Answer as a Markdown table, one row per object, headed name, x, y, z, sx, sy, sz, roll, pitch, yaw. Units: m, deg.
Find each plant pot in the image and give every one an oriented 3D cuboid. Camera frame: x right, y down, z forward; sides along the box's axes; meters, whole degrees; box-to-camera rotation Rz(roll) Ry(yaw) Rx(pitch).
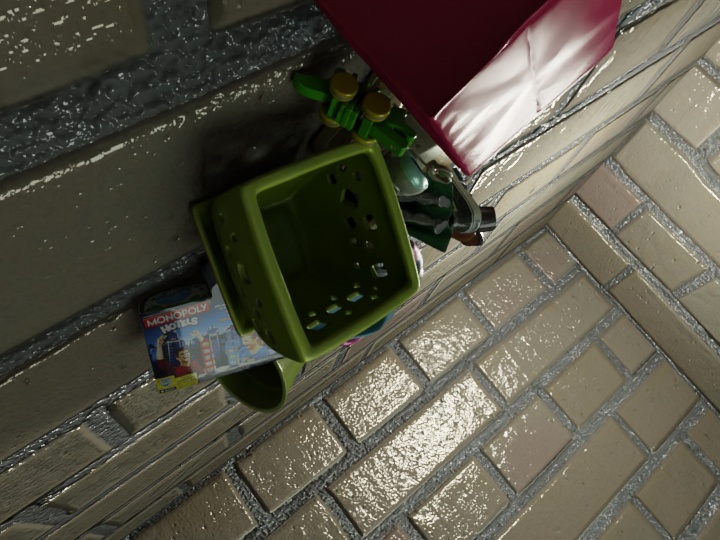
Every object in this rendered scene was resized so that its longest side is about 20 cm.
| name | x | y | z | sx | sy | sz | roll | pitch | yaw |
| --- | --- | --- | --- | --- | --- | --- | --- | --- | --- |
| plant pot | -0.075 | -0.027 | 0.673 | 0.199 | 0.201 | 0.181 | -29 | -162 | -38 |
| plant pot | -0.161 | 0.128 | 1.054 | 0.190 | 0.200 | 0.200 | -41 | 172 | -46 |

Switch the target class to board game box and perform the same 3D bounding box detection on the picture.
| name | x | y | z | sx | sy | sz | roll | pitch | yaw |
| --- | --- | --- | --- | --- | --- | --- | --- | --- | --- |
| board game box | -0.213 | 0.061 | 0.815 | 0.198 | 0.062 | 0.202 | -13 | 126 | -22 |

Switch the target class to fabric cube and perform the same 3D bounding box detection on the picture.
| name | x | y | z | sx | sy | sz | roll | pitch | yaw |
| --- | --- | --- | --- | --- | --- | --- | --- | --- | --- |
| fabric cube | 0.095 | -0.240 | 0.504 | 0.200 | 0.197 | 0.199 | -41 | 164 | 13 |

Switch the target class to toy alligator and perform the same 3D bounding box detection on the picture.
| name | x | y | z | sx | sy | sz | roll | pitch | yaw |
| --- | --- | --- | --- | --- | --- | --- | --- | --- | --- |
| toy alligator | 0.022 | -0.165 | 0.603 | 0.055 | 0.199 | 0.059 | -61 | -176 | -26 |

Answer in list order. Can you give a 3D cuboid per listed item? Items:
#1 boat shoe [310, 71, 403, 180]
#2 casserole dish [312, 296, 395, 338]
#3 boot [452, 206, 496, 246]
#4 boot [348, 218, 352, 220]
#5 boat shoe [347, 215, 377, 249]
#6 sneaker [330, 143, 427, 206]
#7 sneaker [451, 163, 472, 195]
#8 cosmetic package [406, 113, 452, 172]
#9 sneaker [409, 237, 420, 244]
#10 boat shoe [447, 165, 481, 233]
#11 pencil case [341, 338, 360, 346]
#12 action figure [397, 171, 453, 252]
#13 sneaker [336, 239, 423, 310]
| name | x | y | z | sx | sy | sz | roll | pitch | yaw |
| --- | --- | --- | --- | --- | --- | --- | --- | --- | --- |
| boat shoe | 0.026 | -0.200 | 0.716 | 0.200 | 0.065 | 0.071 | -44 | 165 | 17 |
| casserole dish | -0.046 | 0.060 | 0.829 | 0.198 | 0.039 | 0.122 | -7 | 143 | -13 |
| boot | 0.137 | -0.074 | 1.056 | 0.198 | 0.069 | 0.188 | -5 | -179 | -1 |
| boot | 0.010 | -0.017 | 1.040 | 0.200 | 0.150 | 0.073 | -45 | -166 | 33 |
| boat shoe | -0.030 | -0.029 | 0.819 | 0.072 | 0.066 | 0.200 | -37 | -168 | -37 |
| sneaker | 0.005 | -0.109 | 0.767 | 0.140 | 0.078 | 0.200 | -38 | -161 | -3 |
| sneaker | 0.136 | -0.133 | 1.090 | 0.199 | 0.109 | 0.070 | -33 | -179 | -26 |
| cosmetic package | 0.130 | -0.219 | 0.905 | 0.199 | 0.071 | 0.105 | -33 | 164 | -23 |
| sneaker | 0.087 | -0.090 | 1.184 | 0.199 | 0.075 | 0.115 | -29 | 166 | -24 |
| boat shoe | 0.127 | -0.138 | 0.947 | 0.063 | 0.201 | 0.071 | -2 | 130 | -31 |
| pencil case | -0.033 | 0.050 | 1.001 | 0.094 | 0.090 | 0.201 | -53 | 153 | -46 |
| action figure | 0.049 | -0.105 | 0.864 | 0.054 | 0.199 | 0.119 | -9 | 110 | -46 |
| sneaker | 0.000 | 0.000 | 0.865 | 0.198 | 0.071 | 0.082 | -19 | 144 | -7 |
